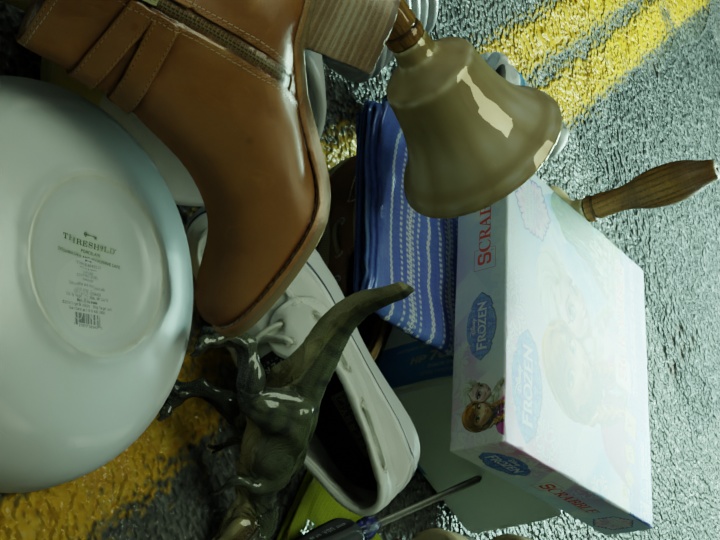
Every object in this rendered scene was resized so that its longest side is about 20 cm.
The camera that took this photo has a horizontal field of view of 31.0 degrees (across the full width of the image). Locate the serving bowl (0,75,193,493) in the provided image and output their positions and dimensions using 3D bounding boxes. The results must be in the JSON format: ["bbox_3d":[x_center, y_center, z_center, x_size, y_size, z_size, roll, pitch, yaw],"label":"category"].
[{"bbox_3d":[-0.145,0.002,0.612,0.200,0.065,0.202,16,70,-52],"label":"serving bowl"}]

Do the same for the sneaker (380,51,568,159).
[{"bbox_3d":[0.074,-0.100,0.908,0.086,0.200,0.075,30,87,-24],"label":"sneaker"}]

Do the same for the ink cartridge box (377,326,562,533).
[{"bbox_3d":[0.097,0.065,0.954,0.147,0.085,0.201,53,39,-26],"label":"ink cartridge box"}]

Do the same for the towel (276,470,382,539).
[{"bbox_3d":[0.013,0.218,0.818,0.201,0.018,0.086,56,35,-25],"label":"towel"}]

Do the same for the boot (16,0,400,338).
[{"bbox_3d":[-0.081,-0.076,0.592,0.154,0.201,0.077,16,18,-28],"label":"boot"}]

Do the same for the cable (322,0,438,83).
[{"bbox_3d":[-0.025,-0.220,0.815,0.069,0.200,0.201,-30,115,-13],"label":"cable"}]

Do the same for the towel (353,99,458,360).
[{"bbox_3d":[0.063,-0.011,0.847,0.200,0.024,0.146,30,52,-43],"label":"towel"}]

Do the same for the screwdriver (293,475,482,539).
[{"bbox_3d":[0.017,0.155,0.813,0.199,0.029,0.028,-12,88,-55],"label":"screwdriver"}]

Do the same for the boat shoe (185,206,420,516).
[{"bbox_3d":[-0.040,0.050,0.736,0.201,0.072,0.066,60,21,-5],"label":"boat shoe"}]

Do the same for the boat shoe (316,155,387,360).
[{"bbox_3d":[0.000,0.000,0.843,0.076,0.073,0.201,50,40,-32],"label":"boat shoe"}]

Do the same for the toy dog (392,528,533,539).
[{"bbox_3d":[0.036,0.239,0.779,0.132,0.096,0.201,46,64,-36],"label":"toy dog"}]

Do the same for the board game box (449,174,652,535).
[{"bbox_3d":[0.132,0.053,0.870,0.199,0.041,0.201,32,52,-45],"label":"board game box"}]

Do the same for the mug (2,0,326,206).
[{"bbox_3d":[-0.097,-0.153,0.709,0.187,0.148,0.154,53,29,-40],"label":"mug"}]

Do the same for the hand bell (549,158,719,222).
[{"bbox_3d":[0.194,-0.051,1.045,0.104,0.199,0.105,30,52,-48],"label":"hand bell"}]

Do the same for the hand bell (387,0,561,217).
[{"bbox_3d":[0.021,-0.136,0.712,0.200,0.104,0.105,53,38,-32],"label":"hand bell"}]

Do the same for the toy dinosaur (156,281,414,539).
[{"bbox_3d":[-0.055,0.068,0.687,0.088,0.201,0.048,25,24,-8],"label":"toy dinosaur"}]
